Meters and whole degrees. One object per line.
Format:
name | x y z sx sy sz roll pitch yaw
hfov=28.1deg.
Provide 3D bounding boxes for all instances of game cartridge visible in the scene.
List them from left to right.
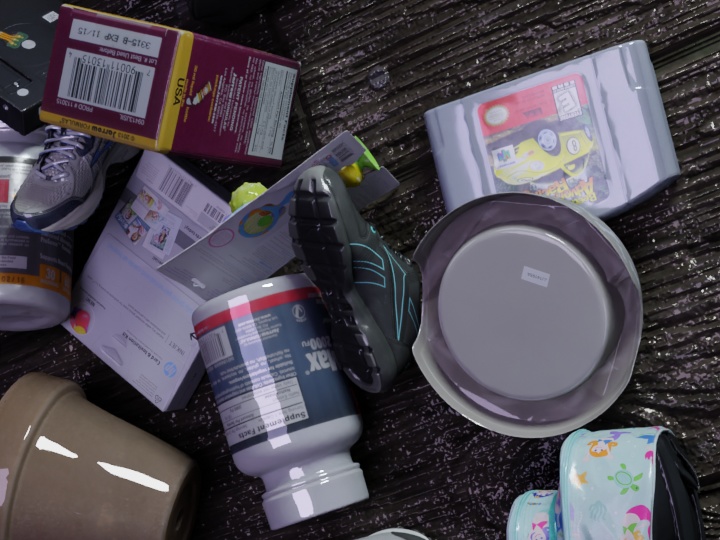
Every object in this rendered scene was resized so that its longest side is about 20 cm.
game cartridge | 0.155 -0.095 1.185 0.199 0.041 0.134 -17 87 26

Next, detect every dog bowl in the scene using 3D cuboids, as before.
dog bowl | 0.135 0.030 1.159 0.199 0.059 0.202 7 107 22

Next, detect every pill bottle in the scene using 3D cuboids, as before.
pill bottle | -0.330 -0.052 1.369 0.116 0.116 0.202 -9 71 26
pill bottle | -0.064 0.114 1.248 0.119 0.119 0.201 -22 81 25

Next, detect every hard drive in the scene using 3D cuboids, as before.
hard drive | -0.337 -0.217 1.380 0.199 0.140 0.038 34 141 21

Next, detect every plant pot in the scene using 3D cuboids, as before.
plant pot | -0.245 0.210 1.316 0.173 0.200 0.202 13 96 9

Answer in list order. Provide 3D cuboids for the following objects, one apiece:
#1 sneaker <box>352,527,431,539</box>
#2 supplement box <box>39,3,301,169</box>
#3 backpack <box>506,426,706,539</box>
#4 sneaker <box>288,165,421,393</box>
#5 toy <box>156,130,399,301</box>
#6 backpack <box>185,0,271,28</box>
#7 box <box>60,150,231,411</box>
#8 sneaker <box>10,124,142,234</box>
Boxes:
sneaker | -0.022 0.271 1.250 0.199 0.079 0.075 -14 82 25
supplement box | -0.160 -0.156 1.250 0.130 0.200 0.104 15 96 25
backpack | 0.192 0.218 1.089 0.149 0.177 0.202 0 86 21
sneaker | 0.000 0.000 1.207 0.075 0.079 0.201 11 125 52
toy | -0.075 -0.052 1.241 0.199 0.115 0.047 -32 61 11
backpack | -0.126 -0.346 1.279 0.162 0.153 0.201 -25 66 31
box | -0.182 0.006 1.351 0.156 0.041 0.201 36 104 23
sneaker | -0.260 -0.115 1.301 0.077 0.201 0.086 11 137 19
